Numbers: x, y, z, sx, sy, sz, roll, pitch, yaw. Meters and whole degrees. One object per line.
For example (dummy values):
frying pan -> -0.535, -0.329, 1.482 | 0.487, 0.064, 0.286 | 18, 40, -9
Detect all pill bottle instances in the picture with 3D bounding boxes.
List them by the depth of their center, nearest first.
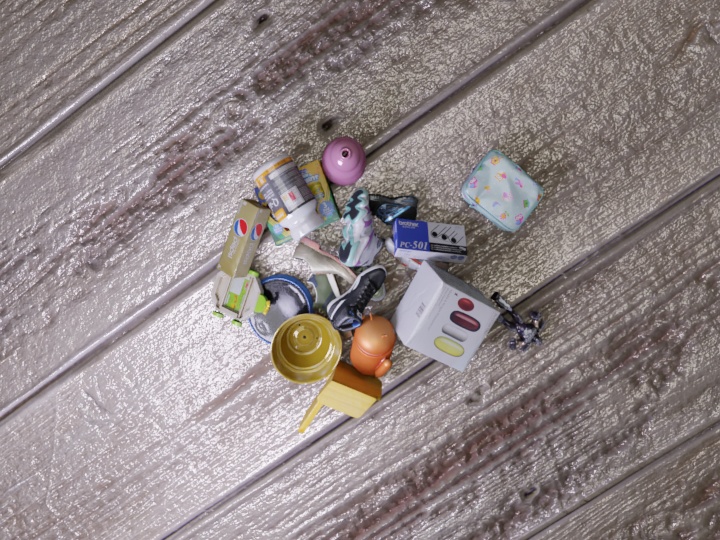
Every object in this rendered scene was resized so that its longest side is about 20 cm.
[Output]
pill bottle -> -0.182, -0.186, 1.481 | 0.114, 0.116, 0.203 | -31, 93, 6

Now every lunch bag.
lunch bag -> 0.373, -0.211, 1.542 | 0.198, 0.077, 0.162 | 38, 98, -1

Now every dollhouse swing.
dollhouse swing -> -0.053, 0.368, 1.559 | 0.177, 0.200, 0.181 | 21, 96, 1

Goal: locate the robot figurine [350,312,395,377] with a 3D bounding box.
robot figurine -> 0.034, 0.203, 1.545 | 0.113, 0.147, 0.203 | 13, 139, 1

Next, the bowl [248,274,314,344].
bowl -> -0.229, 0.115, 1.626 | 0.193, 0.039, 0.208 | 0, 95, 3

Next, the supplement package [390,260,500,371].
supplement package -> 0.219, 0.120, 1.508 | 0.196, 0.148, 0.195 | 25, 104, -22

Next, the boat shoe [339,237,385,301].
boat shoe -> 0.000, 0.000, 1.590 | 0.071, 0.062, 0.202 | -35, 93, 6

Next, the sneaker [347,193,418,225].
sneaker -> 0.060, -0.165, 1.565 | 0.193, 0.073, 0.085 | 4, 95, 3

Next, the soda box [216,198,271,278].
soda box -> -0.312, -0.085, 1.534 | 0.063, 0.067, 0.205 | 27, 103, 20

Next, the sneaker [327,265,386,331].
sneaker -> 0.004, 0.085, 1.501 | 0.199, 0.113, 0.073 | -42, 124, 10

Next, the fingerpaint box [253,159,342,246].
fingerpaint box -> -0.170, -0.184, 1.576 | 0.195, 0.073, 0.172 | -21, 94, 5

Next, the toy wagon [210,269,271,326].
toy wagon -> -0.327, 0.073, 1.594 | 0.195, 0.039, 0.160 | 20, 91, 20

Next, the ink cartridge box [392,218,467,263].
ink cartridge box -> 0.186, -0.079, 1.539 | 0.193, 0.045, 0.097 | 5, 60, -10

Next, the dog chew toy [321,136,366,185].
dog chew toy -> -0.042, -0.289, 1.492 | 0.120, 0.200, 0.129 | 0, 94, -3

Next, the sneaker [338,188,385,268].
sneaker -> 0.020, -0.107, 1.538 | 0.137, 0.077, 0.207 | 10, 96, -40

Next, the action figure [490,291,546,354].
action figure -> 0.430, 0.150, 1.580 | 0.198, 0.069, 0.132 | 36, 87, -5

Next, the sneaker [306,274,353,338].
sneaker -> -0.090, 0.099, 1.603 | 0.087, 0.067, 0.206 | -19, 88, 3

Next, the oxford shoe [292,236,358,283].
oxford shoe -> -0.094, -0.012, 1.558 | 0.197, 0.071, 0.075 | 33, 84, 12

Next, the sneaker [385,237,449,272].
sneaker -> 0.160, -0.047, 1.583 | 0.196, 0.077, 0.083 | 31, 76, -5

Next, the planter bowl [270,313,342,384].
planter bowl -> -0.151, 0.198, 1.574 | 0.193, 0.084, 0.207 | -4, 109, -10
